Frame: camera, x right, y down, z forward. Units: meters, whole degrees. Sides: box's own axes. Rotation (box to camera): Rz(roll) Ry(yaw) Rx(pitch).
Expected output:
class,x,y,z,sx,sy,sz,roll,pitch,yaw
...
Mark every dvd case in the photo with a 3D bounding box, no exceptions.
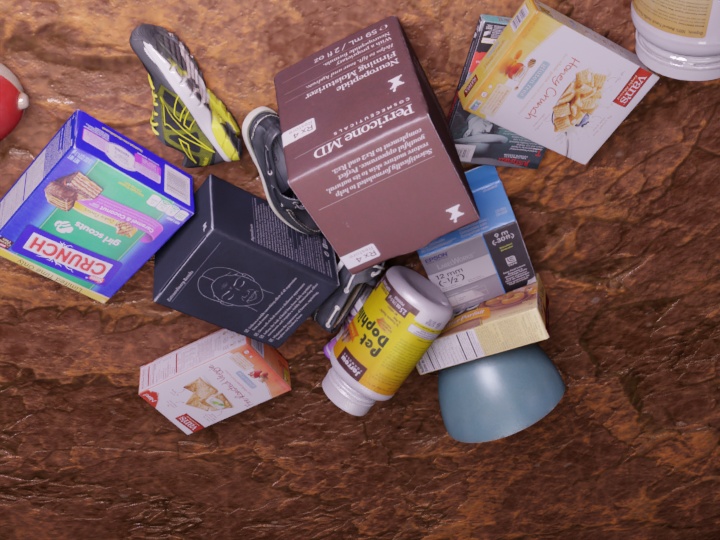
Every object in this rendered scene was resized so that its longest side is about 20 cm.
class,x,y,z,sx,sy,sz,roll,pitch,yaw
dvd case,0.186,-0.214,1.063,0.144,0.022,0.201,2,133,-14

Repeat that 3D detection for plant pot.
class,x,y,z,sx,sy,sz,roll,pitch,yaw
plant pot,0.200,0.154,1.340,0.198,0.200,0.136,-23,102,12

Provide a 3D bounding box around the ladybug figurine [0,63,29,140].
class,x,y,z,sx,sy,sz,roll,pitch,yaw
ladybug figurine,-0.463,-0.176,0.930,0.197,0.072,0.137,-6,136,-6

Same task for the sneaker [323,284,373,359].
class,x,y,z,sx,sy,sz,roll,pitch,yaw
sneaker,-0.013,0.097,1.303,0.113,0.073,0.201,-15,134,12

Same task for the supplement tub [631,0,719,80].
class,x,y,z,sx,sy,sz,roll,pitch,yaw
supplement tub,0.364,-0.318,0.905,0.142,0.145,0.201,-9,136,-2

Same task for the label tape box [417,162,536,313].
class,x,y,z,sx,sy,sz,roll,pitch,yaw
label tape box,0.151,-0.040,1.200,0.142,0.067,0.201,-21,137,10

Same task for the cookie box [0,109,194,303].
class,x,y,z,sx,sy,sz,roll,pitch,yaw
cookie box,-0.331,-0.071,1.061,0.170,0.076,0.200,30,123,-35

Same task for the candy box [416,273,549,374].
class,x,y,z,sx,sy,sz,roll,pitch,yaw
candy box,0.175,0.078,1.261,0.198,0.116,0.056,-19,109,21

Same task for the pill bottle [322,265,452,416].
class,x,y,z,sx,sy,sz,roll,pitch,yaw
pill bottle,0.031,0.101,1.187,0.109,0.110,0.201,24,109,-31

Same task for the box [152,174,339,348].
class,x,y,z,sx,sy,sz,roll,pitch,yaw
box,-0.152,-0.007,1.140,0.199,0.108,0.148,25,126,-33

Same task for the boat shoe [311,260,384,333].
class,x,y,z,sx,sy,sz,roll,pitch,yaw
boat shoe,0.000,0.000,1.182,0.201,0.060,0.075,-52,165,25

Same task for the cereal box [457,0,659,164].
class,x,y,z,sx,sy,sz,roll,pitch,yaw
cereal box,0.236,-0.219,1.023,0.198,0.040,0.144,17,129,-26

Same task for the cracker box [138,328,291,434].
class,x,y,z,sx,sy,sz,roll,pitch,yaw
cracker box,-0.225,0.169,1.339,0.198,0.058,0.134,-24,134,14

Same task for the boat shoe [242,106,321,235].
class,x,y,z,sx,sy,sz,roll,pitch,yaw
boat shoe,-0.077,-0.111,1.065,0.074,0.066,0.201,-37,133,-18

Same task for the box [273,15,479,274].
class,x,y,z,sx,sy,sz,roll,pitch,yaw
box,0.015,-0.142,0.972,0.164,0.201,0.165,-23,135,12

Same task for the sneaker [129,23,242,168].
class,x,y,z,sx,sy,sz,roll,pitch,yaw
sneaker,-0.209,-0.184,0.973,0.084,0.075,0.201,-22,135,12
